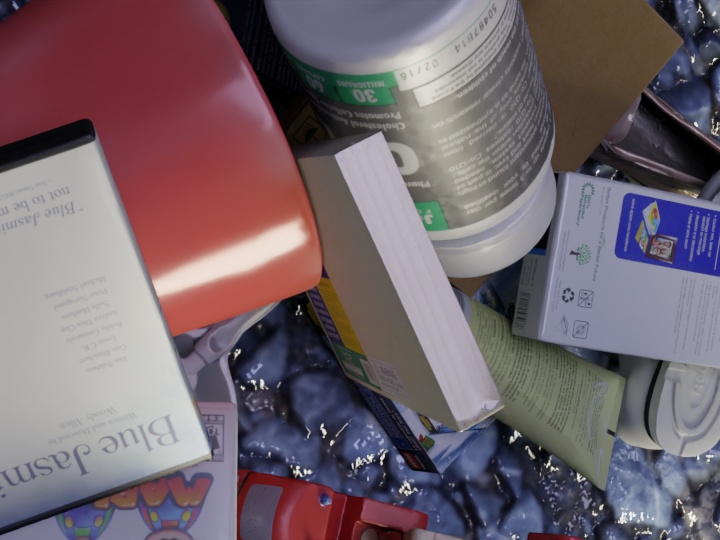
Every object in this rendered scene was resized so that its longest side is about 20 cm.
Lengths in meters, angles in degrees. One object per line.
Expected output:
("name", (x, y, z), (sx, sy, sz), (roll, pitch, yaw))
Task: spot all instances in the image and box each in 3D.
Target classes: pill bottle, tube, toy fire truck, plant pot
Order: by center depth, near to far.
("pill bottle", (0.035, -0.087, 0.723), (0.114, 0.112, 0.200), (-58, 149, -20))
("plant pot", (-0.141, -0.043, 0.729), (0.176, 0.200, 0.202), (-27, 99, -12))
("toy fire truck", (0.027, 0.156, 0.819), (0.199, 0.140, 0.049), (23, 74, -43))
("tube", (0.084, 0.060, 0.874), (0.199, 0.052, 0.058), (30, 103, -27))

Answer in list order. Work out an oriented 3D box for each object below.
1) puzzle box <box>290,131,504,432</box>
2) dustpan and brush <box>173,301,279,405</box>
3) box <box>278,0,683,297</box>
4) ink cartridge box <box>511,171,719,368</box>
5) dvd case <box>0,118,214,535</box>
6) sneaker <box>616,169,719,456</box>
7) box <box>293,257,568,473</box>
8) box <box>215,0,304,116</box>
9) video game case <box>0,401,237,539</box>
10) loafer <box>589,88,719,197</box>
("puzzle box", (0.000, 0.000, 0.711), (0.025, 0.200, 0.134), (-27, 100, -12))
("dustpan and brush", (-0.104, 0.060, 0.807), (0.140, 0.057, 0.200), (48, 66, -16))
("box", (0.070, -0.106, 0.838), (0.163, 0.021, 0.200), (38, 94, -26))
("ink cartridge box", (0.190, 0.005, 0.879), (0.198, 0.039, 0.100), (10, 89, -23))
("dvd case", (-0.158, 0.038, 0.659), (0.142, 0.018, 0.201), (-20, 130, -6))
("sneaker", (0.212, 0.019, 0.955), (0.076, 0.080, 0.201), (25, 83, -23))
("box", (0.071, 0.010, 0.918), (0.200, 0.040, 0.137), (-40, 105, -25))
("box", (-0.019, -0.142, 0.862), (0.199, 0.032, 0.122), (24, 64, -34))
("video game case", (-0.161, 0.154, 0.728), (0.198, 0.024, 0.184), (2, 69, -6))
("loafer", (0.180, -0.099, 0.972), (0.199, 0.063, 0.072), (29, 74, -23))
